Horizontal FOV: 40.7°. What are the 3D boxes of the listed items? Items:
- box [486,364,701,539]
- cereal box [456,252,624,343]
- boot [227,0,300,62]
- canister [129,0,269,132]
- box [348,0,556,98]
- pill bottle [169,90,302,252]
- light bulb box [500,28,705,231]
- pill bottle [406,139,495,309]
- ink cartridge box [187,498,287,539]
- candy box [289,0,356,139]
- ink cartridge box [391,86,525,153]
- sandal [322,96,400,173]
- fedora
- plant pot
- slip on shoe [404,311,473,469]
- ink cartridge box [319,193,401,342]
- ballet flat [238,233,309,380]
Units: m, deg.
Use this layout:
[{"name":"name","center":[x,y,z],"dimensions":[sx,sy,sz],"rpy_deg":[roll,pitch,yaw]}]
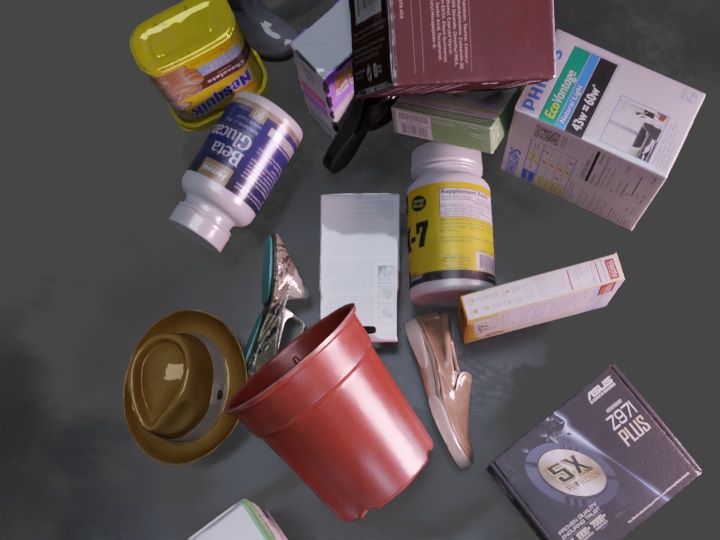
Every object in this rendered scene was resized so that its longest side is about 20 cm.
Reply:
[{"name":"box","center":[0.281,0.244,1.187],"dimensions":[0.199,0.086,0.164],"rpy_deg":[-36,75,-5]},{"name":"cereal box","center":[0.221,0.038,1.218],"dimensions":[0.197,0.144,0.040],"rpy_deg":[-15,74,0]},{"name":"boot","center":[-0.176,-0.377,1.367],"dimensions":[0.199,0.132,0.070],"rpy_deg":[30,78,12]},{"name":"canister","center":[-0.212,-0.276,1.303],"dimensions":[0.147,0.200,0.087],"rpy_deg":[-26,77,1]},{"name":"box","center":[0.101,-0.293,1.125],"dimensions":[0.197,0.166,0.167],"rpy_deg":[-5,96,-14]},{"name":"pill bottle","center":[-0.172,-0.130,1.311],"dimensions":[0.110,0.111,0.201],"rpy_deg":[28,79,11]},{"name":"light bulb box","center":[0.300,-0.173,1.239],"dimensions":[0.198,0.198,0.126],"rpy_deg":[27,77,10]},{"name":"pill bottle","center":[0.116,-0.059,1.267],"dimensions":[0.113,0.114,0.203],"rpy_deg":[-2,74,4]},{"name":"ink cartridge box","center":[-0.114,0.355,1.131],"dimensions":[0.084,0.200,0.145],"rpy_deg":[-35,75,-9]},{"name":"candy box","center":[0.000,-0.283,1.291],"dimensions":[0.168,0.200,0.072],"rpy_deg":[-43,75,-8]},{"name":"ink cartridge box","center":[0.148,-0.241,1.286],"dimensions":[0.144,0.048,0.201],"rpy_deg":[15,50,26]},{"name":"sandal","center":[0.019,-0.207,1.300],"dimensions":[0.048,0.075,0.201],"rpy_deg":[41,122,15]},{"name":"fedora","center":[-0.240,0.145,1.238],"dimensions":[0.198,0.082,0.204],"rpy_deg":[-5,77,20]},{"name":"plant pot","center":[-0.026,0.179,1.167],"dimensions":[0.200,0.201,0.196],"rpy_deg":[-39,96,-6]},{"name":"slip on shoe","center":[0.114,0.148,1.235],"dimensions":[0.060,0.076,0.202],"rpy_deg":[-20,67,6]},{"name":"ink cartridge box","center":[0.000,0.000,1.295],"dimensions":[0.107,0.050,0.203],"rpy_deg":[0,76,4]},{"name":"ballet flat","center":[-0.108,0.056,1.288],"dimensions":[0.074,0.068,0.203],"rpy_deg":[13,81,-14]}]
